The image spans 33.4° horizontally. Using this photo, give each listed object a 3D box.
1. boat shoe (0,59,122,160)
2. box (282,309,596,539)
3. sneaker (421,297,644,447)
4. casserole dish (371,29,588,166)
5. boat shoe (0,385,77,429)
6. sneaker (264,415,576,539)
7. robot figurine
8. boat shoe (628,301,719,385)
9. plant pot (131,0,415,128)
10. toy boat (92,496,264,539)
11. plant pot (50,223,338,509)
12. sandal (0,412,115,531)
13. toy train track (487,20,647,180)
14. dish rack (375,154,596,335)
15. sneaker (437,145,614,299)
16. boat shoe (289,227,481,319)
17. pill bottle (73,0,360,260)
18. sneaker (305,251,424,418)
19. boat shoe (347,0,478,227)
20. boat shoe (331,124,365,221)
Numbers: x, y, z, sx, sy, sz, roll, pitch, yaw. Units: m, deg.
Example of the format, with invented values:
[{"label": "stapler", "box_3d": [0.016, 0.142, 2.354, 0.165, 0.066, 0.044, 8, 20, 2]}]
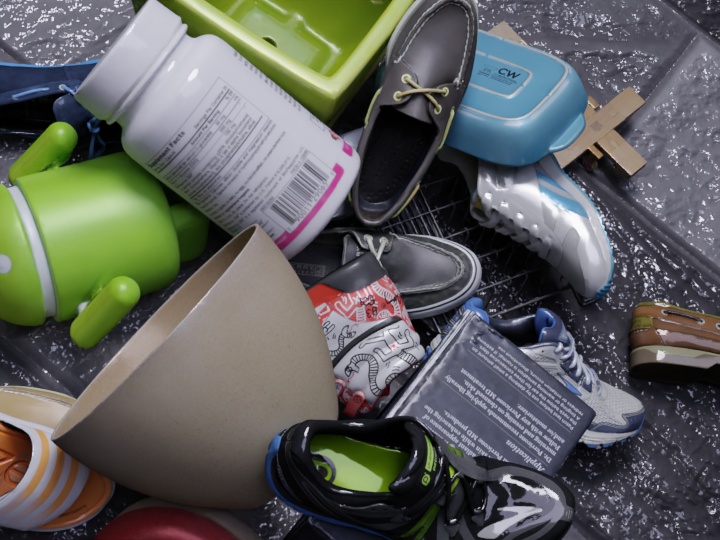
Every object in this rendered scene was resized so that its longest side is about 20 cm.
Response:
[{"label": "boat shoe", "box_3d": [-0.246, -0.129, 1.009, 0.199, 0.084, 0.069, -3, 49, -1]}, {"label": "box", "box_3d": [0.044, 0.166, 0.886, 0.124, 0.200, 0.197, 40, 64, 5]}, {"label": "sneaker", "box_3d": [0.157, 0.082, 0.994, 0.200, 0.085, 0.077, 20, 20, -15]}, {"label": "casserole dish", "box_3d": [0.098, -0.158, 1.018, 0.200, 0.039, 0.121, 27, 59, 29]}, {"label": "boat shoe", "box_3d": [-0.300, 0.115, 0.888, 0.199, 0.076, 0.072, -1, 68, -15]}, {"label": "sneaker", "box_3d": [0.040, 0.136, 0.740, 0.199, 0.083, 0.071, 15, 65, -8]}, {"label": "robot figurine", "box_3d": [-0.221, -0.025, 0.945, 0.200, 0.116, 0.176, -17, 67, -21]}, {"label": "boat shoe", "box_3d": [0.339, 0.068, 1.073, 0.200, 0.072, 0.068, 11, 67, -10]}, {"label": "plant pot", "box_3d": [-0.070, -0.219, 1.029, 0.199, 0.182, 0.200, 34, 64, 2]}, {"label": "toy boat", "box_3d": [-0.114, 0.255, 0.834, 0.200, 0.131, 0.131, 38, 36, 4]}, {"label": "plant pot", "box_3d": [-0.094, 0.086, 0.826, 0.134, 0.200, 0.200, 45, 64, -10]}, {"label": "sandal", "box_3d": [-0.262, 0.141, 0.848, 0.207, 0.059, 0.079, 34, 89, -35]}, {"label": "toy train track", "box_3d": [0.195, -0.161, 1.159, 0.115, 0.033, 0.200, -37, 75, -17]}, {"label": "dish rack", "box_3d": [0.115, -0.023, 1.067, 0.200, 0.055, 0.154, -19, 72, -19]}, {"label": "sneaker", "box_3d": [0.142, -0.053, 1.020, 0.081, 0.077, 0.200, -27, 68, -14]}, {"label": "boat shoe", "box_3d": [0.000, 0.000, 0.990, 0.199, 0.064, 0.071, 0, 76, 5]}, {"label": "pill bottle", "box_3d": [-0.108, -0.105, 0.909, 0.200, 0.113, 0.113, 39, 63, -16]}, {"label": "sneaker", "box_3d": [-0.048, 0.080, 0.944, 0.201, 0.067, 0.108, -31, 91, 8]}, {"label": "boat shoe", "box_3d": [0.043, -0.127, 0.949, 0.072, 0.202, 0.061, 18, 25, -10]}, {"label": "boat shoe", "box_3d": [0.016, -0.104, 1.066, 0.070, 0.066, 0.200, 46, 69, 4]}]
